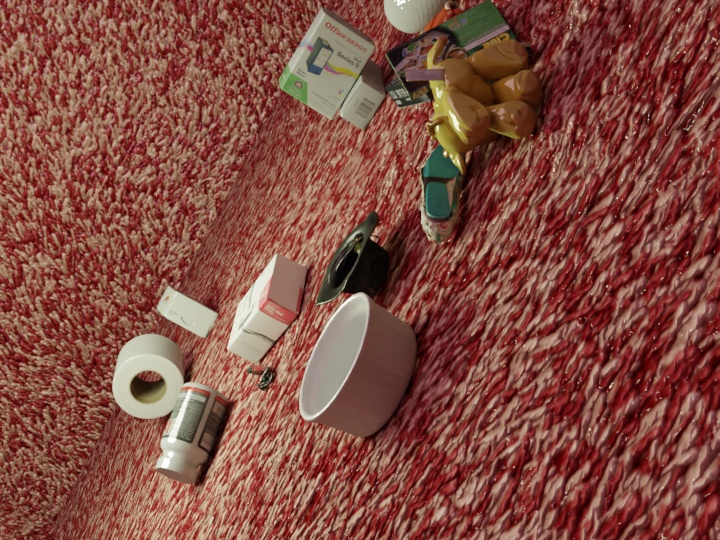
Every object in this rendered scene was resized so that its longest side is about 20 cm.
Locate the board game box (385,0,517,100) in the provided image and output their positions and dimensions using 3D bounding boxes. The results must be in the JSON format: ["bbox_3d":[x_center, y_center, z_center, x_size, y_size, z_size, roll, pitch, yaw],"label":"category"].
[{"bbox_3d":[0.149,-0.365,1.554,0.198,0.024,0.106,-26,57,1],"label":"board game box"}]

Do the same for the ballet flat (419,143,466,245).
[{"bbox_3d":[0.124,-0.120,1.465,0.065,0.074,0.202,87,-166,-45],"label":"ballet flat"}]

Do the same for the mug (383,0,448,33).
[{"bbox_3d":[0.142,-0.610,2.012,0.199,0.148,0.176,-38,-12,-44],"label":"mug"}]

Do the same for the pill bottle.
[{"bbox_3d":[-0.381,0.366,2.119,0.116,0.115,0.203,-31,35,58],"label":"pill bottle"}]

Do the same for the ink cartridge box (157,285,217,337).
[{"bbox_3d":[-0.515,0.121,2.798,0.084,0.144,0.200,-62,18,-4],"label":"ink cartridge box"}]

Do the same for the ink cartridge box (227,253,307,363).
[{"bbox_3d":[-0.206,0.085,2.073,0.201,0.084,0.147,-51,21,38],"label":"ink cartridge box"}]

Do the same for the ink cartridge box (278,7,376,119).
[{"bbox_3d":[-0.077,-0.475,2.163,0.201,0.144,0.088,-56,19,15],"label":"ink cartridge box"}]

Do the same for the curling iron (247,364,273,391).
[{"bbox_3d":[-0.222,0.221,2.019,0.050,0.025,0.200,-63,17,-8],"label":"curling iron"}]

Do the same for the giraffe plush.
[{"bbox_3d":[0.162,-0.233,1.403,0.163,0.196,0.175,88,-166,-63],"label":"giraffe plush"}]

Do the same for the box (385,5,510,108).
[{"bbox_3d":[0.150,-0.373,1.653,0.200,0.050,0.157,-44,16,-10],"label":"box"}]

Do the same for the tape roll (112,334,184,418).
[{"bbox_3d":[-0.604,0.303,2.702,0.205,0.201,0.139,-58,18,13],"label":"tape roll"}]

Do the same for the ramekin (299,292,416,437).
[{"bbox_3d":[-0.001,0.144,1.388,0.201,0.097,0.202,-52,21,29],"label":"ramekin"}]

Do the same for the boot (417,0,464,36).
[{"bbox_3d":[0.161,-0.453,1.819,0.107,0.074,0.201,-47,22,29],"label":"boot"}]

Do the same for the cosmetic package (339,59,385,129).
[{"bbox_3d":[0.002,-0.425,2.223,0.102,0.073,0.201,-54,21,24],"label":"cosmetic package"}]

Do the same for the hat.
[{"bbox_3d":[0.000,0.000,1.622,0.201,0.080,0.201,-51,14,18],"label":"hat"}]

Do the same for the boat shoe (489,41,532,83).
[{"bbox_3d":[0.209,-0.303,1.503,0.071,0.069,0.199,-22,-4,-36],"label":"boat shoe"}]
